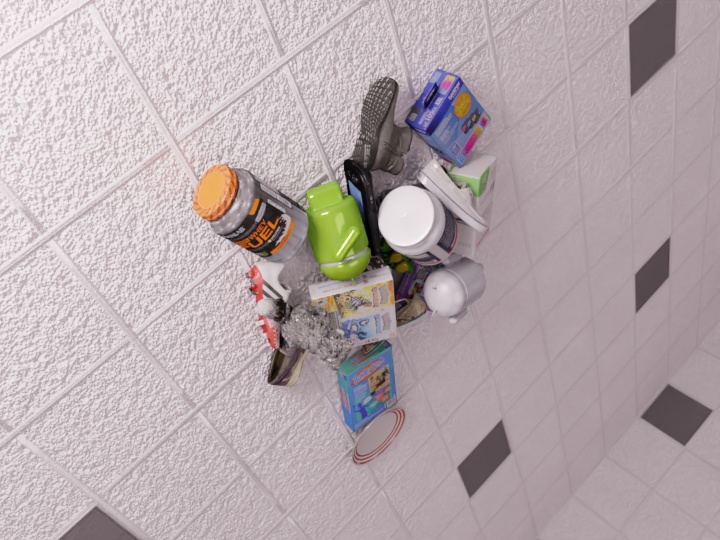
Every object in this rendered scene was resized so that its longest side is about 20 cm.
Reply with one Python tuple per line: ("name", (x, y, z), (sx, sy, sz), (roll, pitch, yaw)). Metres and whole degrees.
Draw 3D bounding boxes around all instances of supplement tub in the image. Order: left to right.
("supplement tub", (-0.196, -0.102, 1.189), (0.199, 0.122, 0.124), (29, 94, -47))
("supplement tub", (0.125, -0.095, 1.418), (0.142, 0.139, 0.199), (-59, 157, 3))

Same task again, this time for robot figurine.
("robot figurine", (-0.047, -0.071, 1.326), (0.113, 0.176, 0.205), (-18, 105, -4))
("robot figurine", (0.227, 0.039, 1.596), (0.198, 0.111, 0.174), (-27, 110, -45))

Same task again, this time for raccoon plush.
("raccoon plush", (-0.108, 0.133, 1.302), (0.197, 0.133, 0.099), (11, 108, -44))

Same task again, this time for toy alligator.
("toy alligator", (0.066, -0.052, 1.515), (0.053, 0.060, 0.201), (-17, 139, 18))

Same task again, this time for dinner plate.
("dinner plate", (0.046, 0.443, 1.788), (0.198, 0.024, 0.203), (-32, 142, -29))

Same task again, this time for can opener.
("can opener", (0.118, -0.184, 1.490), (0.197, 0.068, 0.053), (-21, 166, -31))

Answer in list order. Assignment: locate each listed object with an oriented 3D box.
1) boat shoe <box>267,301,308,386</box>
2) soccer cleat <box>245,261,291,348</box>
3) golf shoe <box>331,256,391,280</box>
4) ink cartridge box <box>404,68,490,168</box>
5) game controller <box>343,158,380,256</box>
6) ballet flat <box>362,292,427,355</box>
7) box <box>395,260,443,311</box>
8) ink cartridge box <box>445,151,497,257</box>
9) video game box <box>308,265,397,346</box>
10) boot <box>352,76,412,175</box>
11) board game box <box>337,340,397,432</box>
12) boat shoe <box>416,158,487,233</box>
("boat shoe", (-0.152, 0.164, 1.425), (0.064, 0.072, 0.204), (-4, 122, -46))
("soccer cleat", (-0.176, 0.071, 1.348), (0.084, 0.069, 0.204), (-20, 122, -20))
("golf shoe", (0.000, 0.000, 1.480), (0.199, 0.076, 0.097), (32, 69, -45))
("ink cartridge box", (0.185, -0.337, 1.440), (0.199, 0.076, 0.138), (32, 91, -46))
("game controller", (0.002, -0.129, 1.369), (0.042, 0.104, 0.204), (-26, 130, -22))
("ballet flat", (0.067, 0.119, 1.594), (0.198, 0.068, 0.076), (-36, 105, 9))
("box", (0.181, 0.032, 1.678), (0.198, 0.039, 0.140), (14, 103, -46))
("ink cartridge box", (0.259, -0.158, 1.569), (0.146, 0.082, 0.204), (-47, 144, -50))
("video game box", (-0.012, 0.092, 1.455), (0.178, 0.047, 0.203), (-16, 138, -7))
("boot", (0.060, -0.295, 1.365), (0.129, 0.067, 0.204), (-9, 127, -44))
("board game box", (0.019, 0.289, 1.674), (0.150, 0.045, 0.204), (-28, 131, -28))
("boat shoe", (0.214, -0.164, 1.455), (0.199, 0.072, 0.066), (41, 101, -7))
